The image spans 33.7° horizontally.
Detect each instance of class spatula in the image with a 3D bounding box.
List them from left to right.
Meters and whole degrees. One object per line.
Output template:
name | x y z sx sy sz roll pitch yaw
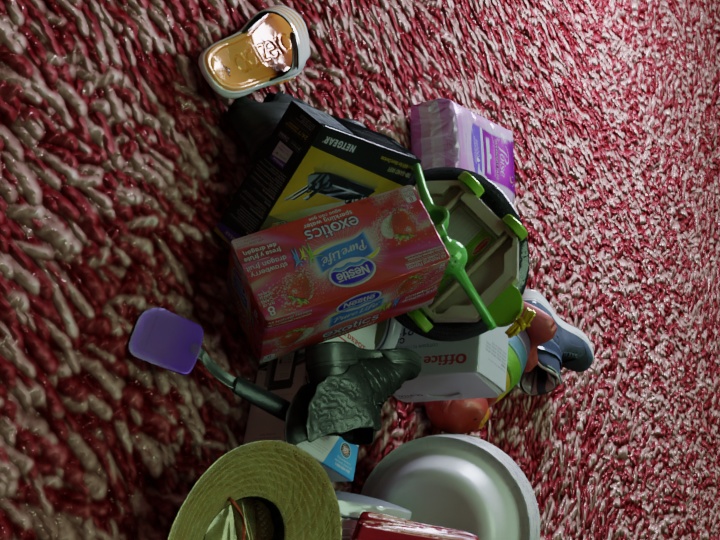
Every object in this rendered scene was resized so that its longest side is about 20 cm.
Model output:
spatula | -0.128 0.098 1.121 0.200 0.021 0.057 35 52 -30

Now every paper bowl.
paper bowl | 0.091 0.282 1.305 0.104 0.200 0.201 14 70 -70

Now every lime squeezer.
lime squeezer | 0.090 -0.034 1.230 0.071 0.038 0.200 1 59 -55

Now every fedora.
fedora | 0.102 -0.013 1.353 0.092 0.200 0.201 50 39 -72

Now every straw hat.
straw hat | -0.120 0.249 1.092 0.201 0.085 0.202 1 88 -41

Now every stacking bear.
stacking bear | 0.155 0.134 1.553 0.200 0.114 0.122 -50 167 -39

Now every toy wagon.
toy wagon | 0.108 -0.004 1.279 0.200 0.155 0.040 46 0 17

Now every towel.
towel | 0.027 0.345 1.219 0.144 0.022 0.201 15 105 -24

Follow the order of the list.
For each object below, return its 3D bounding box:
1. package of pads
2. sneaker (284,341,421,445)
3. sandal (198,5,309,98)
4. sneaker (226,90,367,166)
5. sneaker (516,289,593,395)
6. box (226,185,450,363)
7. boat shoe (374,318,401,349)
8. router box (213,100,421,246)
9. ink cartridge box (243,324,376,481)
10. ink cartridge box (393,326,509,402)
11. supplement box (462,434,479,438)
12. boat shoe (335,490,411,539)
package of pads | 0.142 -0.153 1.630 0.200 0.075 0.121 14 74 -57
sneaker | -0.003 0.130 1.200 0.200 0.060 0.105 13 63 -50
sandal | -0.094 -0.235 1.255 0.079 0.059 0.207 56 33 -10
sneaker | -0.062 -0.154 1.282 0.200 0.076 0.091 1 44 -55
sneaker | 0.288 0.139 1.783 0.202 0.077 0.147 39 39 -36
box | -0.024 0.003 1.175 0.100 0.199 0.096 106 -38 -60
boat shoe | 0.000 0.000 1.381 0.062 0.072 0.201 5 70 -41
router box | -0.040 -0.080 1.247 0.200 0.052 0.157 9 117 -57
ink cartridge box | -0.048 0.110 1.257 0.116 0.068 0.201 41 50 -46
ink cartridge box | 0.102 0.049 1.444 0.083 0.145 0.201 39 50 -51
supplement box | 0.115 0.307 1.484 0.066 0.069 0.201 15 72 -58
boat shoe | -0.037 0.261 1.205 0.200 0.072 0.066 11 88 -38
